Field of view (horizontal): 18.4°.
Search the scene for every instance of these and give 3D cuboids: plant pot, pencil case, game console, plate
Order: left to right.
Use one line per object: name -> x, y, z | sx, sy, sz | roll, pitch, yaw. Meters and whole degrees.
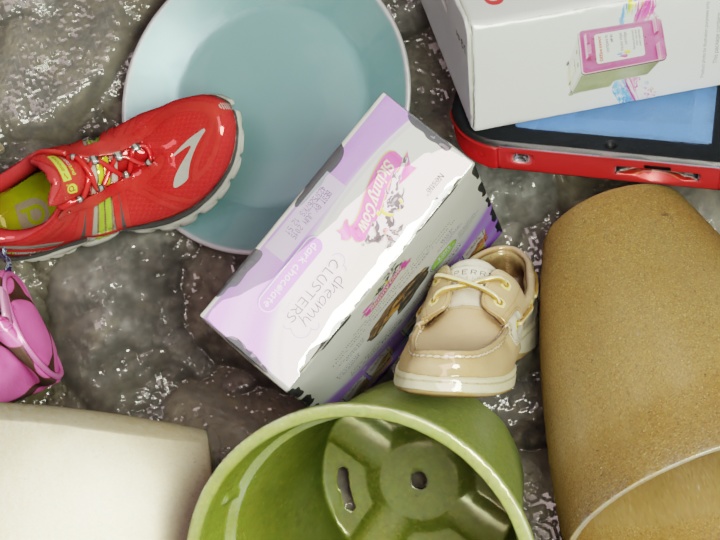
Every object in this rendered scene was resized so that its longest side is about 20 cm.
pencil case -> -0.296, 0.066, 1.417 | 0.199, 0.094, 0.091 | -24, 78, 4
plant pot -> -0.170, 0.178, 1.339 | 0.176, 0.200, 0.201 | -7, 79, -5
plate -> -0.059, -0.107, 1.437 | 0.199, 0.026, 0.201 | -3, 82, 19
plant pot -> 0.019, 0.149, 1.296 | 0.199, 0.184, 0.201 | 3, 103, 12
game console -> 0.163, -0.125, 1.378 | 0.199, 0.031, 0.177 | 7, 51, 9
plant pot -> 0.182, 0.056, 1.324 | 0.186, 0.187, 0.201 | -19, 60, 4

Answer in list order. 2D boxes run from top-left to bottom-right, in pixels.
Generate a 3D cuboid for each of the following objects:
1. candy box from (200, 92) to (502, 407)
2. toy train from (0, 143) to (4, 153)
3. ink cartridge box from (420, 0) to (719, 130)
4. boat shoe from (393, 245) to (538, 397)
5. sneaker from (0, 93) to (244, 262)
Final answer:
candy box -> 0.000, 0.000, 1.333 | 0.071, 0.200, 0.168 | 39, 87, 13
toy train -> -0.305, -0.136, 1.478 | 0.034, 0.046, 0.200 | -36, 73, -24
ink cartridge box -> 0.142, -0.176, 1.354 | 0.199, 0.085, 0.145 | -10, 44, -8
boat shoe -> 0.064, 0.027, 1.316 | 0.073, 0.200, 0.070 | 4, 102, 12
sneaker -> -0.166, -0.055, 1.408 | 0.199, 0.085, 0.077 | -24, 77, 17
